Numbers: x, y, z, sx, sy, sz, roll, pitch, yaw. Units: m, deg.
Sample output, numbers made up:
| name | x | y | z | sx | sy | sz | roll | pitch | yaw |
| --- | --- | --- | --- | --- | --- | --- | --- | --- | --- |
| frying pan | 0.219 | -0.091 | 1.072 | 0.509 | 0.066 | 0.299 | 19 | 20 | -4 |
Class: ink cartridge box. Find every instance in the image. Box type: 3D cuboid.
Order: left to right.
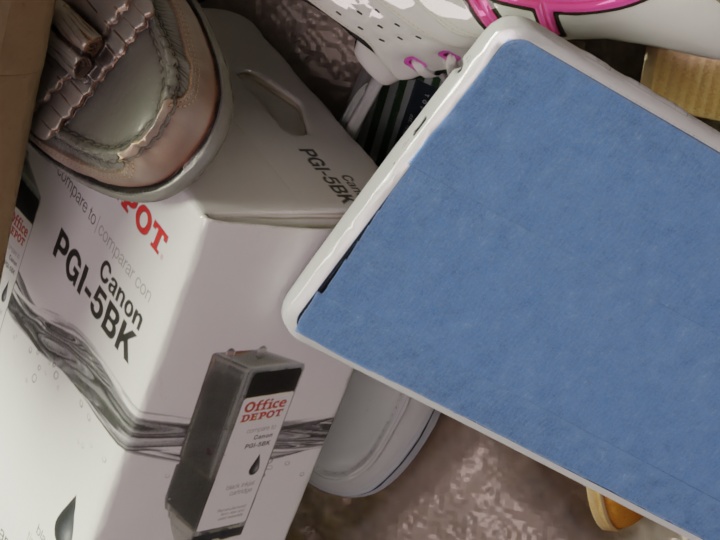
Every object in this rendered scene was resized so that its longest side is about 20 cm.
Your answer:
| name | x | y | z | sx | sy | sz | roll | pitch | yaw |
| --- | --- | --- | --- | --- | --- | --- | --- | --- | --- |
| ink cartridge box | -0.079 | 0.025 | 0.811 | 0.147 | 0.083 | 0.201 | 50 | 128 | 44 |

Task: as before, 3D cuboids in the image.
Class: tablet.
| name | x | y | z | sx | sy | sz | roll | pitch | yaw |
| --- | --- | --- | --- | --- | --- | --- | --- | --- | --- |
| tablet | 0.090 | 0.013 | 0.733 | 0.200 | 0.014 | 0.130 | 28 | 118 | -20 |

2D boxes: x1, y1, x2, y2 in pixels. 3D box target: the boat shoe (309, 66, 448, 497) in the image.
| name | x | y | z | sx | sy | sz | roll | pitch | yaw |
| --- | --- | --- | --- | --- | --- | --- | --- | --- | --- |
| boat shoe | 0.000 | 0.000 | 0.823 | 0.073 | 0.067 | 0.201 | 16 | 116 | 12 |

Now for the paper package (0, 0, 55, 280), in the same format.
| name | x | y | z | sx | sy | sz | roll | pitch | yaw |
| --- | --- | --- | --- | --- | --- | --- | --- | --- | --- |
| paper package | -0.184 | -0.104 | 0.723 | 0.200 | 0.103 | 0.191 | 53 | 140 | 38 |

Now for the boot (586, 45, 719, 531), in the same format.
| name | x | y | z | sx | sy | sz | roll | pitch | yaw |
| --- | --- | --- | --- | --- | --- | --- | --- | --- | --- |
| boot | 0.155 | 0.009 | 0.772 | 0.143 | 0.071 | 0.202 | 12 | 111 | 14 |

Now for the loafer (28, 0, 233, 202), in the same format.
| name | x | y | z | sx | sy | sz | roll | pitch | yaw |
| --- | --- | --- | --- | --- | --- | --- | --- | --- | --- |
| loafer | -0.109 | -0.094 | 0.748 | 0.072 | 0.200 | 0.063 | -46 | 136 | 9 |

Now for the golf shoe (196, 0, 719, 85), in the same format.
| name | x | y | z | sx | sy | sz | roll | pitch | yaw |
| --- | --- | --- | --- | --- | --- | --- | --- | --- | --- |
| golf shoe | 0.038 | -0.099 | 0.738 | 0.199 | 0.073 | 0.092 | 19 | 118 | 4 |
